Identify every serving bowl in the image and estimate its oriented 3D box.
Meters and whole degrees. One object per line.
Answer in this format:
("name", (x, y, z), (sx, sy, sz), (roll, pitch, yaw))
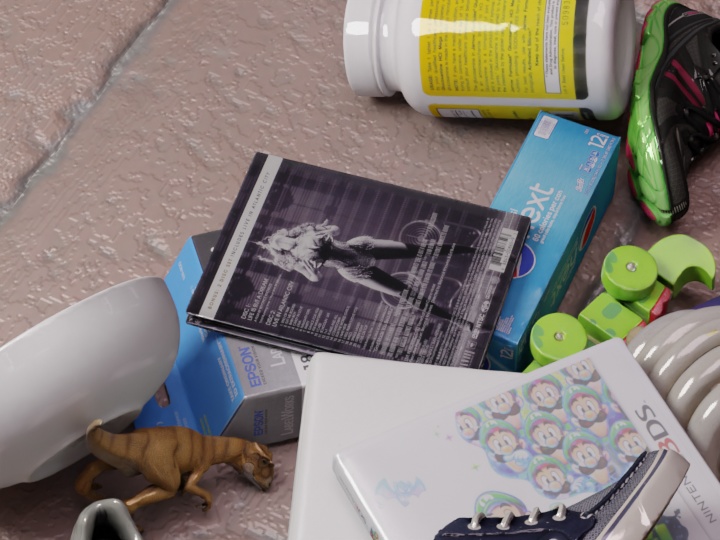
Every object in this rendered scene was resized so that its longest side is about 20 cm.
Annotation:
("serving bowl", (-0.193, 0.085, 1.623), (0.200, 0.200, 0.066), (-30, 80, -22))

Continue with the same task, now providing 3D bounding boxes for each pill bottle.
("pill bottle", (0.094, -0.167, 1.848), (0.199, 0.113, 0.113), (3, 52, 15))

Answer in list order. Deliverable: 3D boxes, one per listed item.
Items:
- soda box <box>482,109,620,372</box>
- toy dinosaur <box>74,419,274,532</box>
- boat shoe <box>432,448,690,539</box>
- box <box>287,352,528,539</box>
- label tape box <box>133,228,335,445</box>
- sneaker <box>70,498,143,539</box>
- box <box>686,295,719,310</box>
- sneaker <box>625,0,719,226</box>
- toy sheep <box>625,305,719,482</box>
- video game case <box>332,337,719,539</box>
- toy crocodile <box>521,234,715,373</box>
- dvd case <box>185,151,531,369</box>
("soda box", (0.116, -0.013, 1.772), (0.064, 0.068, 0.200), (20, 55, 15))
("toy dinosaur", (-0.140, 0.119, 1.630), (0.200, 0.106, 0.060), (11, 39, -52))
("boat shoe", (0.095, 0.152, 1.402), (0.093, 0.075, 0.200), (37, 59, 10))
("box", (0.053, 0.182, 1.561), (0.199, 0.172, 0.200), (5, 54, 2))
("label tape box", (-0.065, 0.042, 1.728), (0.199, 0.063, 0.145), (-13, 54, -12))
("sneaker", (-0.147, 0.232, 1.566), (0.075, 0.092, 0.200), (-14, 56, -13))
("box", (0.283, 0.110, 1.685), (0.141, 0.079, 0.200), (-21, 57, -20))
("sneaker", (0.239, -0.120, 1.852), (0.083, 0.077, 0.201), (7, 54, 8))
("toy sheep", (0.224, 0.083, 1.583), (0.137, 0.138, 0.200), (-22, 27, -17))
("video game case", (0.111, 0.144, 1.472), (0.199, 0.024, 0.182), (-21, 59, -19))
("toy crocodile", (0.165, 0.046, 1.731), (0.062, 0.068, 0.200), (36, 60, 22))
("dvd case", (0.000, 0.000, 1.710), (0.199, 0.016, 0.149), (14, 53, 10))
